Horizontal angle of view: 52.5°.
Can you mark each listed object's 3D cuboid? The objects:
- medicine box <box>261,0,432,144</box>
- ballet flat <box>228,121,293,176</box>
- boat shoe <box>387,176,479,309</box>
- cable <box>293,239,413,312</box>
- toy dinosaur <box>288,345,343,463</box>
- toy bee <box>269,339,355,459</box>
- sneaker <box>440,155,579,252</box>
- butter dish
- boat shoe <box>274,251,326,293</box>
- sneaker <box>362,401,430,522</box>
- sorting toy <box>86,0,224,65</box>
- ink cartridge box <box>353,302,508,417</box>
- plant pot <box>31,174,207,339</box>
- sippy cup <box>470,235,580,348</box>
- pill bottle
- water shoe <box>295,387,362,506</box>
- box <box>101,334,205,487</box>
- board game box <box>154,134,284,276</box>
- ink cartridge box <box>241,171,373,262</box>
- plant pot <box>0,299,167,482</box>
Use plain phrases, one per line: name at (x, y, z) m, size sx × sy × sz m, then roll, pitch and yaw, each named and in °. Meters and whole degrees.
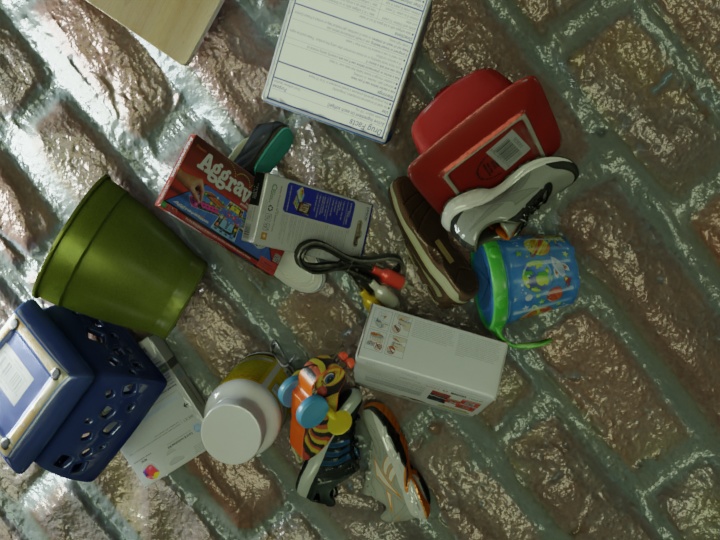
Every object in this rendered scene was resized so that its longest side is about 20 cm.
medicine box at (-0.016, -0.299, 1.005) m, size 0.180 × 0.103 × 0.203 m, roll 19°, pitch 102°, yaw 2°
ballet flat at (-0.171, -0.134, 1.039) m, size 0.073 × 0.073 × 0.201 m, roll 32°, pitch 70°, yaw -1°
boat shoe at (0.088, -0.035, 1.057) m, size 0.075 × 0.074 × 0.204 m, roll -39°, pitch 74°, yaw 48°
cable at (0.000, 0.000, 1.045) m, size 0.199 × 0.050 × 0.098 m, roll 33°, pitch 95°, yaw -39°
toy dinosaur at (-0.073, 0.214, 1.112) m, size 0.047 × 0.088 × 0.202 m, roll 22°, pitch 103°, yaw -9°
toy bee at (-0.051, 0.166, 1.000) m, size 0.108 × 0.201 × 0.131 m, roll -24°, pitch 61°, yaw -25°
sneaker at (0.208, -0.085, 0.974) m, size 0.198 × 0.074 × 0.080 m, roll -27°, pitch 59°, yaw -8°
butter dish at (0.147, -0.191, 0.988) m, size 0.198 × 0.200 × 0.149 m, roll -35°, pitch 60°, yaw 12°
boat shoe at (-0.132, -0.040, 1.081) m, size 0.071 × 0.070 × 0.200 m, roll -42°, pitch 93°, yaw 12°
sneaker at (0.033, 0.304, 1.126) m, size 0.091 × 0.076 × 0.202 m, roll -21°, pitch 96°, yaw 14°
sorting toy at (-0.271, -0.427, 1.027) m, size 0.197 × 0.070 × 0.201 m, roll 33°, pitch 102°, yaw -1°
ink cartridge box at (0.094, 0.137, 1.066) m, size 0.197 × 0.176 × 0.085 m, roll 16°, pitch 69°, yaw 3°
plant pot at (-0.334, -0.001, 1.063) m, size 0.192 × 0.201 × 0.202 m, roll 31°, pitch 102°, yaw -13°
sippy cup at (0.232, 0.007, 1.026) m, size 0.128 × 0.140 × 0.180 m, roll -8°, pitch 120°, yaw -3°
pill bottle at (-0.161, 0.199, 1.061) m, size 0.111 × 0.200 × 0.114 m, roll 1°, pitch 100°, yaw 6°
water shoe at (-0.029, 0.273, 1.132) m, size 0.078 × 0.072 × 0.202 m, roll 26°, pitch 109°, yaw -3°
box at (-0.334, 0.222, 1.167) m, size 0.155 × 0.041 × 0.201 m, roll -32°, pitch 94°, yaw 12°
board game box at (-0.170, -0.083, 0.980) m, size 0.199 × 0.019 × 0.104 m, roll 35°, pitch 73°, yaw -40°
ink cartridge box at (-0.071, -0.069, 1.034) m, size 0.198 × 0.037 × 0.096 m, roll 12°, pitch 91°, yaw -40°
plant pot at (-0.437, 0.167, 1.054) m, size 0.200 × 0.180 × 0.201 m, roll 40°, pitch 94°, yaw 25°
